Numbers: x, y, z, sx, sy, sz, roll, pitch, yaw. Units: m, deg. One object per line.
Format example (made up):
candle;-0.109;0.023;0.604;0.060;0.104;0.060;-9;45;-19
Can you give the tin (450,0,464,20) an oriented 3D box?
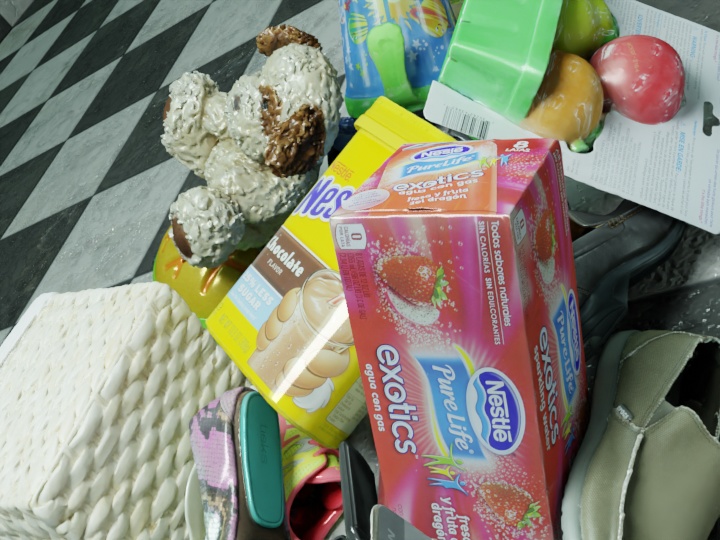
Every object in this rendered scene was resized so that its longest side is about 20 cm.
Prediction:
tin;0.149;-0.256;1.046;0.111;0.042;0.200;-30;29;-7

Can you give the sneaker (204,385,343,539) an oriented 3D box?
sneaker;-0.039;0.138;0.747;0.089;0.078;0.202;-12;46;29

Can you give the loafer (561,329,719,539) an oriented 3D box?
loafer;0.154;0.102;0.546;0.069;0.075;0.202;-24;34;36

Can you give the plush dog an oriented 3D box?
plush dog;-0.072;-0.109;0.901;0.172;0.158;0.203;-51;37;40

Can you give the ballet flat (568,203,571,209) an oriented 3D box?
ballet flat;0.121;0.006;0.729;0.072;0.073;0.202;-14;36;39

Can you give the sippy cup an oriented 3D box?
sippy cup;0.036;-0.229;1.022;0.138;0.133;0.177;-23;21;-21

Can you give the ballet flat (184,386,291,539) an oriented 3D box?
ballet flat;-0.075;0.172;0.655;0.070;0.069;0.203;-29;55;26

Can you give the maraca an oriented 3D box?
maraca;-0.120;0.010;0.973;0.135;0.108;0.201;-19;45;-5

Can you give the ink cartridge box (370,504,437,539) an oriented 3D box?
ink cartridge box;0.023;0.221;0.412;0.083;0.176;0.203;-24;44;25

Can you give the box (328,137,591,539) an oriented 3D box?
box;0.060;0.042;0.555;0.094;0.203;0.100;0;26;25

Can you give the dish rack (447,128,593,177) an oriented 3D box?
dish rack;0.146;-0.136;0.794;0.151;0.055;0.201;15;36;9

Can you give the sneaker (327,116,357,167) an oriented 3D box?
sneaker;-0.003;-0.103;1.016;0.069;0.080;0.200;0;13;2

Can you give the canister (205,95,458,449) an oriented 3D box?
canister;0.000;0.000;0.715;0.201;0.086;0.148;-51;42;0

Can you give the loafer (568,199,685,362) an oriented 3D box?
loafer;0.145;-0.014;0.668;0.073;0.072;0.200;-42;0;45

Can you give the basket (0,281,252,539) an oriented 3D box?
basket;-0.178;0.141;0.779;0.159;0.199;0.202;-10;42;37

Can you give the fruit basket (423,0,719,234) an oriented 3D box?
fruit basket;0.149;-0.123;0.703;0.094;0.197;0.187;121;170;-53

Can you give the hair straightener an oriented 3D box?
hair straightener;-0.001;0.178;0.610;0.076;0.041;0.202;-30;36;22
